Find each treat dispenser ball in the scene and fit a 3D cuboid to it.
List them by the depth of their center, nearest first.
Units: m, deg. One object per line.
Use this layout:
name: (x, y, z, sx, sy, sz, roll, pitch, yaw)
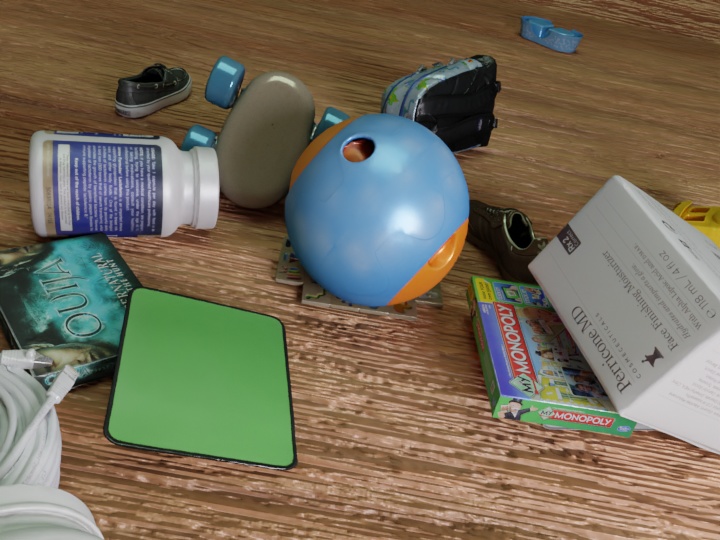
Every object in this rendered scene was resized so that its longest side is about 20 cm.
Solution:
treat dispenser ball: (0.017, -0.064, 0.771, 0.197, 0.204, 0.202, 8, 31, -5)

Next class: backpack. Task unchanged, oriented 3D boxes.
backpack: (0.128, -0.265, 1.203, 0.152, 0.165, 0.200, 19, 38, 29)

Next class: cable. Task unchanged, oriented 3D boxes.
cable: (-0.308, 0.136, 0.486, 0.196, 0.070, 0.201, 5, 33, -9)

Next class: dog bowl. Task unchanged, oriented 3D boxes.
dog bowl: (0.548, -0.685, 2.092, 0.110, 0.050, 0.199, -19, 42, -40)

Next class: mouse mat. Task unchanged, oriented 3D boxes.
mouse mat: (-0.136, 0.089, 0.641, 0.158, 0.008, 0.201, 15, 32, -19)

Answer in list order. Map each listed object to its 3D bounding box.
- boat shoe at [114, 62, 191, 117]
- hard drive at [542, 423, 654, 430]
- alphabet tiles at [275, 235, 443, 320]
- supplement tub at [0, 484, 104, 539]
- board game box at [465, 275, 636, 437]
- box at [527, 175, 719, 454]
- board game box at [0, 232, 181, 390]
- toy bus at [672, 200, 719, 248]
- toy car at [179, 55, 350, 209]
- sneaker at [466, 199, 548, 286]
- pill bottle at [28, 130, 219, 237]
boat shoe: (-0.335, -0.308, 1.187, 0.068, 0.057, 0.201, 16, 32, 8)
hard drive: (0.222, 0.090, 0.778, 0.129, 0.027, 0.201, 4, 33, -13)
alphabet tiles: (0.000, 0.000, 0.864, 0.196, 0.006, 0.167, 9, 32, -5)
supplement tub: (-0.159, 0.217, 0.334, 0.142, 0.146, 0.200, -10, 38, -32)
board game box: (0.185, 0.079, 0.730, 0.132, 0.029, 0.201, 9, 31, -6)
box: (0.302, 0.046, 0.696, 0.198, 0.131, 0.200, 22, 30, -33)
board game box: (-0.277, 0.033, 0.696, 0.134, 0.029, 0.200, -14, 40, -36)
toy bus: (0.467, -0.038, 0.987, 0.190, 0.138, 0.199, 12, 25, 32)
toy car: (-0.129, -0.170, 0.991, 0.182, 0.179, 0.200, 23, 1, -6)
sneaker: (0.194, -0.055, 0.950, 0.069, 0.077, 0.201, -3, 35, -22)
pill bottle: (-0.266, -0.096, 0.820, 0.197, 0.117, 0.116, -1, 33, -19)
